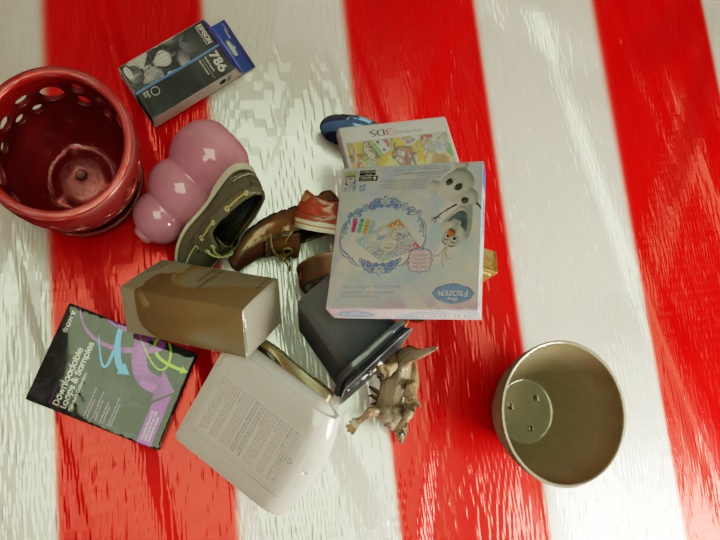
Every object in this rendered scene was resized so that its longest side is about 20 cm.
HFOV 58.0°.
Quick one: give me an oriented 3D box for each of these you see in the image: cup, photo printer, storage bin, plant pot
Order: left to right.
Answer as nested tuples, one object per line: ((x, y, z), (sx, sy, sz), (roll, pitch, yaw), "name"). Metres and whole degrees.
((-0.401, -0.146, 0.898), (0.194, 0.182, 0.207), (2, 79, -11), "plant pot")
((-0.134, 0.215, 0.884), (0.197, 0.069, 0.169), (32, 94, 12), "photo printer")
((-0.015, 0.084, 0.937), (0.145, 0.201, 0.135), (-39, 80, -15), "storage bin")
((0.279, 0.215, 0.993), (0.194, 0.143, 0.207), (2, 80, -11), "cup")

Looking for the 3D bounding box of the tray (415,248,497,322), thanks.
((0.101, 0.019, 0.952), (0.096, 0.200, 0.038), (14, 61, -23), "tray")

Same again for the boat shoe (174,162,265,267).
((-0.204, -0.056, 0.935), (0.203, 0.071, 0.061), (-53, 55, 22), "boat shoe")

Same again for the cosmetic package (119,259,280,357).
((-0.218, 0.048, 0.893), (0.194, 0.105, 0.073), (8, 116, 18), "cosmetic package")

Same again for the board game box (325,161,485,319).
((0.062, -0.039, 0.843), (0.194, 0.044, 0.205), (0, 67, 17), "board game box")

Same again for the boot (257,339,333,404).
((-0.153, 0.194, 0.946), (0.198, 0.072, 0.168), (36, 82, 6), "boot")

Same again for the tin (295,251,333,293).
((0.000, 0.000, 0.988), (0.194, 0.112, 0.043), (-7, 69, -12), "tin")

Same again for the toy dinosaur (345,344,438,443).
((0.053, 0.166, 0.936), (0.084, 0.136, 0.204), (25, 114, 10), "toy dinosaur")

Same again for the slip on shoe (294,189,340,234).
((0.000, -0.082, 0.962), (0.194, 0.074, 0.063), (7, 98, -8), "slip on shoe")

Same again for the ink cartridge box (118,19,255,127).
((-0.272, -0.324, 1.032), (0.198, 0.039, 0.100), (-37, 88, -16), "ink cartridge box")

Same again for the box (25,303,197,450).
((-0.353, 0.151, 0.930), (0.195, 0.036, 0.147), (22, 76, -6), "box")

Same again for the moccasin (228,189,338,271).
((-0.110, -0.049, 1.002), (0.198, 0.074, 0.079), (-26, 78, -25), "moccasin")

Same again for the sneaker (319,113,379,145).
((0.020, -0.186, 1.050), (0.195, 0.074, 0.084), (23, 78, -5), "sneaker")

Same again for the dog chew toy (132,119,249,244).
((-0.257, -0.124, 0.960), (0.124, 0.125, 0.201), (41, 82, -1), "dog chew toy")

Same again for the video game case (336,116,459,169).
((0.071, -0.126, 0.954), (0.177, 0.023, 0.206), (-10, 73, -18), "video game case")
